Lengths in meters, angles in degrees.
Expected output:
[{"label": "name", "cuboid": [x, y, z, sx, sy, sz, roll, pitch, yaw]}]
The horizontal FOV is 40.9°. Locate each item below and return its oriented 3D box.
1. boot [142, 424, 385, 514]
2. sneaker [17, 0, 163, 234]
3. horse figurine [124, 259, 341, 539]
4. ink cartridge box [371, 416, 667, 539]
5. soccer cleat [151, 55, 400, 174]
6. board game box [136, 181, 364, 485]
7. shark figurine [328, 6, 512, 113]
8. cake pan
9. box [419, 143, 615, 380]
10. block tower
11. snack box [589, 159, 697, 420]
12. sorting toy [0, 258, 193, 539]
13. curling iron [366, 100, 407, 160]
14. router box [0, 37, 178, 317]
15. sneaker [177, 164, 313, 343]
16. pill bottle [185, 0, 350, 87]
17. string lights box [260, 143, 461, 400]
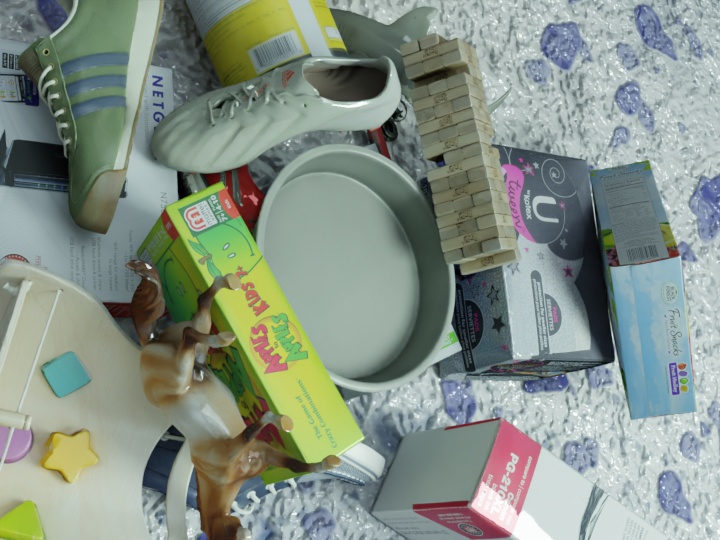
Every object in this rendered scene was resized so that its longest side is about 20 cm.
[{"label": "boot", "cuboid": [-0.080, 0.155, 0.755, 0.199, 0.073, 0.091, 23, 71, -16]}, {"label": "sneaker", "cuboid": [-0.206, -0.128, 0.701, 0.089, 0.067, 0.201, 15, 67, -20]}, {"label": "horse figurine", "cuboid": [-0.098, 0.084, 0.632, 0.050, 0.132, 0.201, -32, 91, -47]}, {"label": "ink cartridge box", "cuboid": [0.134, 0.217, 0.821, 0.200, 0.145, 0.085, 37, 60, -18]}, {"label": "soccer cleat", "cuboid": [-0.066, -0.127, 0.744, 0.199, 0.078, 0.070, -14, 72, -8]}, {"label": "board game box", "cuboid": [-0.082, 0.049, 0.686, 0.047, 0.102, 0.201, -28, 87, -29]}, {"label": "shark figurine", "cuboid": [0.060, -0.197, 0.904, 0.214, 0.128, 0.090, 29, 103, -18]}, {"label": "cake pan", "cuboid": [-0.008, -0.001, 0.778, 0.199, 0.037, 0.202, 12, 71, -37]}, {"label": "box", "cuboid": [0.146, -0.004, 0.916, 0.131, 0.115, 0.201, 4, 73, -32]}, {"label": "block tower", "cuboid": [0.086, -0.100, 0.825, 0.058, 0.054, 0.201, -3, 80, -65]}, {"label": "snack box", "cuboid": [0.268, 0.013, 0.926, 0.200, 0.067, 0.170, -80, 157, -59]}, {"label": "sorting toy", "cuboid": [-0.188, 0.124, 0.653, 0.179, 0.107, 0.201, 20, 65, -20]}, {"label": "curling iron", "cuboid": [0.039, -0.079, 0.923, 0.049, 0.026, 0.201, -7, 80, -31]}, {"label": "router box", "cuboid": [-0.230, -0.068, 0.731, 0.179, 0.049, 0.201, 3, 73, -32]}, {"label": "sneaker", "cuboid": [-0.075, -0.018, 0.787, 0.085, 0.077, 0.201, -28, 92, -14]}, {"label": "pill bottle", "cuboid": [-0.092, -0.237, 0.835, 0.112, 0.112, 0.201, -22, 88, -36]}, {"label": "string lights box", "cuboid": [0.000, 0.000, 0.854, 0.102, 0.059, 0.201, -22, 88, -36]}]
